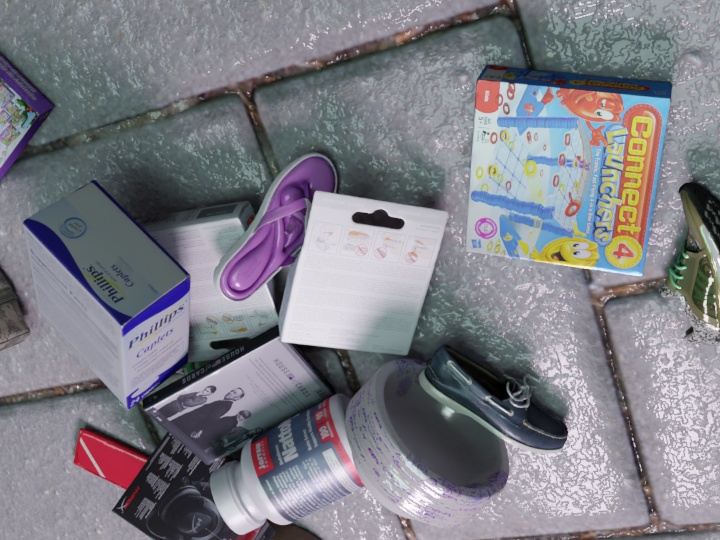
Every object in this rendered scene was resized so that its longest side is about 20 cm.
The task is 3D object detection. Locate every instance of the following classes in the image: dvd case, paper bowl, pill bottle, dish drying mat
[{"bbox_3d":[-0.150,0.162,1.280,0.199,0.025,0.150,-29,133,7],"label":"dvd case"},{"bbox_3d":[0.069,0.211,1.198,0.200,0.201,0.104,39,121,-3],"label":"paper bowl"},{"bbox_3d":[-0.084,0.252,1.287,0.199,0.120,0.120,-29,104,8],"label":"pill bottle"},{"bbox_3d":[-0.328,0.299,1.483,0.199,0.018,0.077,24,119,7],"label":"dish drying mat"}]

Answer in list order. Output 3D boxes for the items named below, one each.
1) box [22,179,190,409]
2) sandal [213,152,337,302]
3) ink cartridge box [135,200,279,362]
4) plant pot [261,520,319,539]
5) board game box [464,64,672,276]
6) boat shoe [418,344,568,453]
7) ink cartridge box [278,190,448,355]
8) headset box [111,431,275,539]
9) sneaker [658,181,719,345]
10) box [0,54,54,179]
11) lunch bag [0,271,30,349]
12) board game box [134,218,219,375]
[{"bbox_3d":[-0.298,0.031,1.207,0.184,0.105,0.200,42,149,18],"label":"box"},{"bbox_3d":[-0.088,-0.042,1.171,0.082,0.050,0.203,34,92,-34],"label":"sandal"},{"bbox_3d":[-0.179,0.017,1.257,0.161,0.050,0.201,-8,124,20],"label":"ink cartridge box"},{"bbox_3d":[-0.136,0.482,1.418,0.199,0.175,0.201,7,116,16],"label":"plant pot"},{"bbox_3d":[0.217,-0.106,1.078,0.195,0.056,0.201,8,117,15],"label":"board game box"},{"bbox_3d":[0.168,0.151,1.206,0.199,0.075,0.062,30,115,-4],"label":"boat shoe"},{"bbox_3d":[0.000,0.000,1.177,0.159,0.047,0.201,8,118,-13],"label":"ink cartridge box"},{"bbox_3d":[-0.210,0.319,1.376,0.200,0.077,0.149,34,78,-1],"label":"headset box"},{"bbox_3d":[0.356,0.005,1.079,0.088,0.077,0.201,-11,109,32],"label":"sneaker"},{"bbox_3d":[-0.497,-0.188,1.292,0.137,0.039,0.200,45,120,-6],"label":"box"},{"bbox_3d":[-0.583,0.054,1.391,0.199,0.139,0.168,-21,90,26],"label":"lunch bag"},{"bbox_3d":[-0.247,0.041,1.324,0.134,0.029,0.201,14,118,11],"label":"board game box"}]
